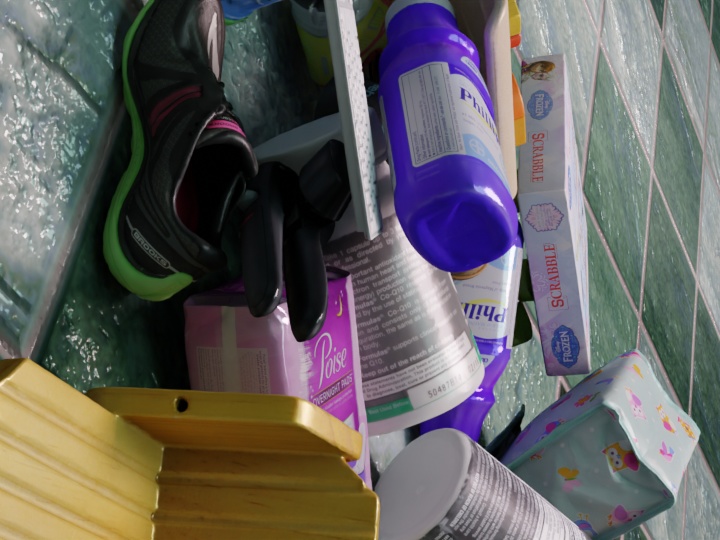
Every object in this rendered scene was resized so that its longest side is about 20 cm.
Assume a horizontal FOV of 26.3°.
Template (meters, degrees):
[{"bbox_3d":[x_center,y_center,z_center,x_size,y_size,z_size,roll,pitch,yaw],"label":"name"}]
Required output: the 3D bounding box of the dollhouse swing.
[{"bbox_3d":[-0.091,0.147,0.763,0.176,0.181,0.201,78,16,-66],"label":"dollhouse swing"}]

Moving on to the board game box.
[{"bbox_3d":[0.168,-0.049,1.326,0.200,0.041,0.200,-81,163,-50],"label":"board game box"}]

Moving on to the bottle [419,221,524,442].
[{"bbox_3d":[0.081,0.052,1.240,0.065,0.083,0.201,151,-54,-86],"label":"bottle"}]

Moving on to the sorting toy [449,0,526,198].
[{"bbox_3d":[0.084,-0.178,1.129,0.185,0.036,0.200,80,-6,-49],"label":"sorting toy"}]

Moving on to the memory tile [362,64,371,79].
[{"bbox_3d":[0.028,-0.094,1.249,0.200,0.017,0.154,32,55,-60],"label":"memory tile"}]

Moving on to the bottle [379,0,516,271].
[{"bbox_3d":[0.050,-0.096,0.975,0.084,0.065,0.200,51,24,-44],"label":"bottle"}]

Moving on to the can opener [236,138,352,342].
[{"bbox_3d":[-0.044,-0.019,0.880,0.200,0.063,0.079,-82,-161,-64],"label":"can opener"}]

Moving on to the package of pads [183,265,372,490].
[{"bbox_3d":[-0.046,0.101,0.943,0.120,0.075,0.201,-28,116,-65],"label":"package of pads"}]

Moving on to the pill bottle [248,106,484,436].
[{"bbox_3d":[0.000,0.000,1.035,0.113,0.113,0.200,-45,117,-60],"label":"pill bottle"}]

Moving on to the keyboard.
[{"bbox_3d":[-0.006,-0.119,0.893,0.056,0.011,0.201,-28,111,-74],"label":"keyboard"}]

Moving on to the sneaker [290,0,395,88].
[{"bbox_3d":[-0.005,-0.201,1.153,0.200,0.078,0.091,-58,149,-52],"label":"sneaker"}]

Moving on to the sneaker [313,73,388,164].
[{"bbox_3d":[0.022,-0.051,1.116,0.075,0.079,0.200,-51,143,-30],"label":"sneaker"}]

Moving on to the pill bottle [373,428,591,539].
[{"bbox_3d":[0.107,0.214,1.154,0.200,0.106,0.106,41,43,-25],"label":"pill bottle"}]

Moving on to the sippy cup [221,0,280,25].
[{"bbox_3d":[-0.052,-0.232,0.976,0.178,0.130,0.140,-68,143,-48],"label":"sippy cup"}]

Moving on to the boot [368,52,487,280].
[{"bbox_3d":[0.055,-0.086,1.172,0.075,0.073,0.201,-159,-129,-79],"label":"boot"}]

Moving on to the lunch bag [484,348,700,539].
[{"bbox_3d":[0.168,0.172,1.289,0.122,0.200,0.170,55,24,1],"label":"lunch bag"}]

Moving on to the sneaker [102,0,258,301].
[{"bbox_3d":[-0.094,-0.079,0.894,0.077,0.084,0.201,28,58,-53],"label":"sneaker"}]

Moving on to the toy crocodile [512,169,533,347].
[{"bbox_3d":[0.116,-0.029,1.359,0.062,0.067,0.201,-2,86,-66],"label":"toy crocodile"}]
